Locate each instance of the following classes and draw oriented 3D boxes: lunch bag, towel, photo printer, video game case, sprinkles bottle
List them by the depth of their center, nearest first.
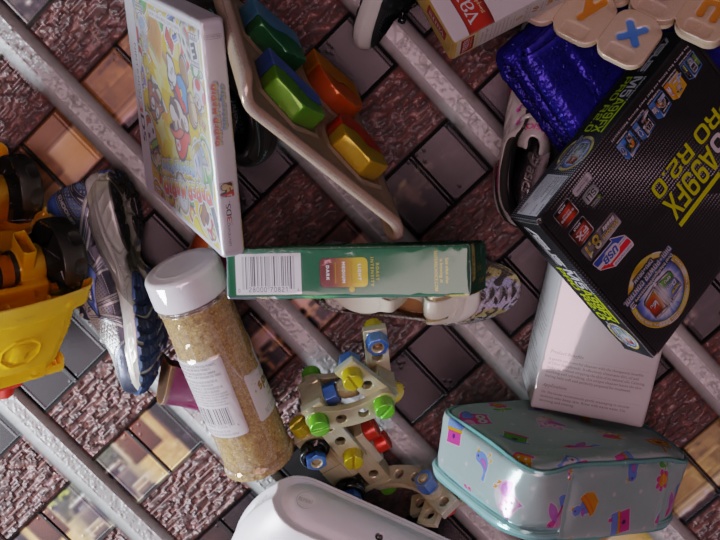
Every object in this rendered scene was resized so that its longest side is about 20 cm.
[{"bbox_3d":[-0.145,-0.128,1.068,0.023,0.200,0.185,-13,114,-23],"label":"video game case"},{"bbox_3d":[0.218,-0.182,1.074,0.200,0.049,0.148,-44,100,-16],"label":"towel"},{"bbox_3d":[0.170,0.166,1.138,0.198,0.160,0.078,2,104,-34],"label":"lunch bag"},{"bbox_3d":[-0.119,0.083,1.138,0.067,0.068,0.202,-16,114,7],"label":"sprinkles bottle"},{"bbox_3d":[-0.022,0.273,1.211,0.198,0.070,0.167,24,136,-3],"label":"photo printer"}]

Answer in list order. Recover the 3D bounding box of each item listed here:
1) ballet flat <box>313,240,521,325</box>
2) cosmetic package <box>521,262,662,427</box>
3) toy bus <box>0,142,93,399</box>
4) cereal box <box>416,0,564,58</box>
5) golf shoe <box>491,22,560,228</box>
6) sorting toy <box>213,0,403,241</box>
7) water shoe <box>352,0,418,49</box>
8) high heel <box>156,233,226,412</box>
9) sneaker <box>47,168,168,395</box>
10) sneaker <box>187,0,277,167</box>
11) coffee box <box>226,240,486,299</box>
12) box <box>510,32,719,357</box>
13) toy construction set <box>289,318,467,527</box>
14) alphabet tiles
[{"bbox_3d":[0.044,0.021,1.169,0.197,0.072,0.073,7,106,0],"label":"ballet flat"},{"bbox_3d":[0.214,0.022,1.153,0.106,0.085,0.203,12,105,-2],"label":"cosmetic package"},{"bbox_3d":[-0.332,0.014,1.151,0.134,0.201,0.193,-16,144,-33],"label":"toy bus"},{"bbox_3d":[0.121,-0.271,1.022,0.198,0.040,0.145,-28,79,-9],"label":"cereal box"},{"bbox_3d":[0.157,-0.134,1.111,0.071,0.092,0.203,8,104,3],"label":"golf shoe"},{"bbox_3d":[-0.039,-0.135,1.038,0.036,0.186,0.200,-37,129,15],"label":"sorting toy"},{"bbox_3d":[0.066,-0.258,1.090,0.078,0.072,0.201,32,104,-4],"label":"water shoe"},{"bbox_3d":[-0.117,0.035,1.197,0.095,0.067,0.203,11,105,-26],"label":"high heel"},{"bbox_3d":[-0.229,0.014,1.186,0.084,0.077,0.203,-8,98,15],"label":"sneaker"},{"bbox_3d":[-0.124,-0.180,1.118,0.075,0.079,0.202,-23,101,11],"label":"sneaker"},{"bbox_3d":[0.000,0.000,1.077,0.197,0.123,0.045,-2,91,10],"label":"coffee box"},{"bbox_3d":[0.234,-0.061,1.046,0.160,0.044,0.201,45,78,-22],"label":"box"},{"bbox_3d":[0.013,0.148,1.186,0.130,0.092,0.201,-29,112,11],"label":"toy construction set"},{"bbox_3d":[0.214,-0.249,1.047,0.198,0.015,0.197,29,70,20],"label":"alphabet tiles"}]
